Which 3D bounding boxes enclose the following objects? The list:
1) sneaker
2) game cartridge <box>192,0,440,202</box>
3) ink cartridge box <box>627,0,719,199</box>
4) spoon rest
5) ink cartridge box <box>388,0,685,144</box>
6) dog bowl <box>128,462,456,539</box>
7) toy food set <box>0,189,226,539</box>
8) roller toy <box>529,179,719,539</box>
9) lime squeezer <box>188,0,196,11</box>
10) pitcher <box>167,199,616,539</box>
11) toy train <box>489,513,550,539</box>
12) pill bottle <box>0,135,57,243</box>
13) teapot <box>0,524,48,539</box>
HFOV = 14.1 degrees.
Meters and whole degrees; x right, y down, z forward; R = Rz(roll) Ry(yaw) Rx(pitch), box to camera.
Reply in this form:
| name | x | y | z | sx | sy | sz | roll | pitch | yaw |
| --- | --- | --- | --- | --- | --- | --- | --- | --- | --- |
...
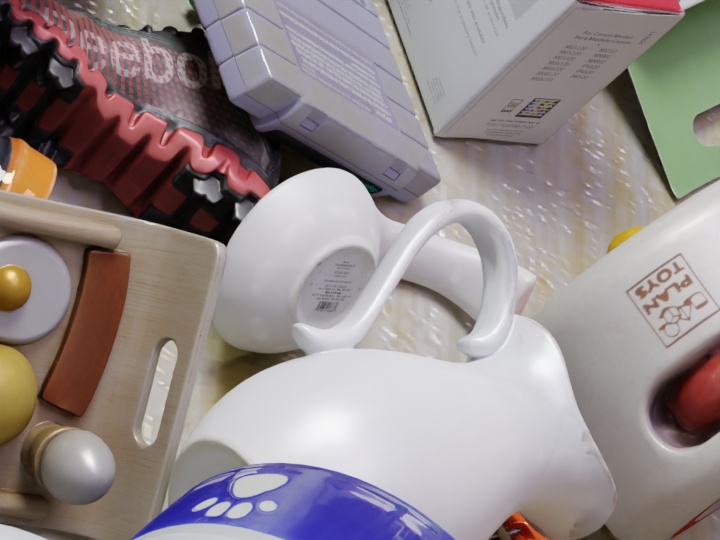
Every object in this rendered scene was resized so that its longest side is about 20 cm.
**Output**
| name | x | y | z | sx | sy | sz | roll | pitch | yaw |
| --- | --- | --- | --- | --- | --- | --- | --- | --- | --- |
| sneaker | -0.117 | -0.086 | 1.398 | 0.200 | 0.071 | 0.098 | 35 | 44 | -16 |
| game cartridge | -0.030 | -0.112 | 1.456 | 0.200 | 0.038 | 0.130 | 28 | 42 | -61 |
| ink cartridge box | 0.198 | -0.159 | 1.679 | 0.145 | 0.048 | 0.200 | -26 | 94 | -46 |
| spoon rest | 0.000 | 0.000 | 1.428 | 0.200 | 0.100 | 0.061 | 9 | 23 | -48 |
| ink cartridge box | 0.089 | -0.199 | 1.567 | 0.084 | 0.176 | 0.200 | 2 | 60 | -38 |
| dog bowl | -0.026 | 0.182 | 1.180 | 0.200 | 0.200 | 0.079 | 48 | 41 | 0 |
| toy food set | -0.161 | 0.039 | 1.220 | 0.200 | 0.060 | 0.144 | 12 | 95 | -34 |
| roller toy | 0.172 | 0.037 | 1.453 | 0.182 | 0.200 | 0.140 | -27 | 78 | -40 |
| lime squeezer | -0.011 | -0.193 | 1.544 | 0.200 | 0.071 | 0.038 | -37 | 63 | -7 |
| pitcher | 0.009 | 0.065 | 1.299 | 0.200 | 0.121 | 0.172 | -16 | 92 | -40 |
| toy train | 0.032 | 0.174 | 1.346 | 0.200 | 0.056 | 0.150 | -13 | 47 | -35 |
| pill bottle | -0.233 | -0.067 | 1.264 | 0.200 | 0.106 | 0.106 | 31 | 45 | -16 |
| teapot | -0.150 | 0.185 | 1.122 | 0.197 | 0.201 | 0.146 | 16 | 6 | 2 |
